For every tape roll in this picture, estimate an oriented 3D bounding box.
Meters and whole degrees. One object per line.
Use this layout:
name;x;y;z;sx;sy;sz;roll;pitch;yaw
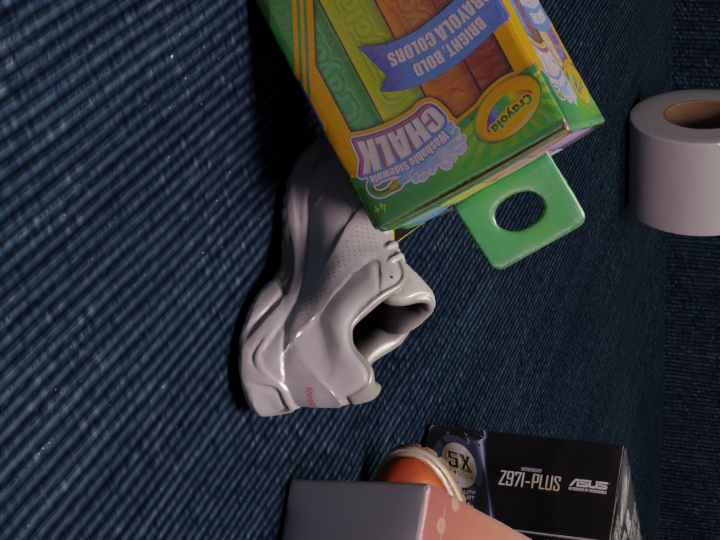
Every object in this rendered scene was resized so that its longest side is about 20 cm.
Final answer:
tape roll;0.470;-0.152;2.357;0.203;0.202;0.140;-57;147;-57

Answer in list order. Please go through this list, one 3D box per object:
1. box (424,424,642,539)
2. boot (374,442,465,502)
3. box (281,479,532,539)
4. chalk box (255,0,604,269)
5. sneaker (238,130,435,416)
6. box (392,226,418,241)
box;0.143;0.214;1.422;0.200;0.163;0.086;66;33;-57
boot;0.027;0.226;1.203;0.107;0.075;0.201;-30;124;-64
box;0.039;0.232;1.074;0.200;0.106;0.153;34;60;-48
chalk box;0.050;-0.099;0.953;0.200;0.124;0.124;61;18;3
sneaker;0.000;0.000;0.993;0.078;0.099;0.201;68;31;-56
box;0.029;-0.114;1.155;0.200;0.049;0.160;-35;126;-69
